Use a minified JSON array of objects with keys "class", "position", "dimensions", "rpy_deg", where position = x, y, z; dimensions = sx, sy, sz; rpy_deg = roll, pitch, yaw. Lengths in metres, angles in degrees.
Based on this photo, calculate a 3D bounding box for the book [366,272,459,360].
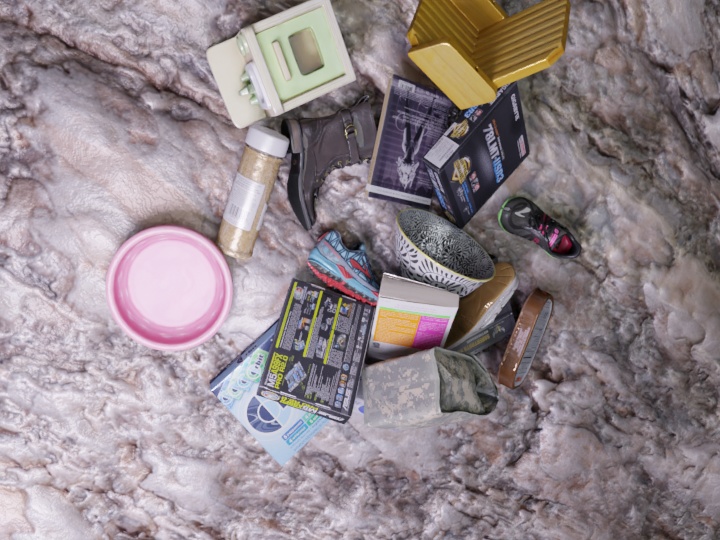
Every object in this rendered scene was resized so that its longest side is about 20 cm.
[{"class":"book","position":[0.085,0.098,1.057],"dimensions":[0.129,0.049,0.203],"rpy_deg":[12,142,2]}]

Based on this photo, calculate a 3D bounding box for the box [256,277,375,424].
[{"class":"box","position":[-0.070,0.131,1.034],"dimensions":[0.155,0.045,0.205],"rpy_deg":[18,59,-8]}]

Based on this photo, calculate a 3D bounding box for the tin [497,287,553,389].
[{"class":"tin","position":[0.326,0.136,1.219],"dimensions":[0.111,0.041,0.206],"rpy_deg":[11,100,-56]}]

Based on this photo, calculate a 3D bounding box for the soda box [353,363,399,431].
[{"class":"soda box","position":[0.020,0.225,1.123],"dimensions":[0.198,0.063,0.070],"rpy_deg":[33,52,-31]}]

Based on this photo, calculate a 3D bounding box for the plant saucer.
[{"class":"plant saucer","position":[-0.302,0.025,0.994],"dimensions":[0.193,0.051,0.208],"rpy_deg":[-3,106,-11]}]

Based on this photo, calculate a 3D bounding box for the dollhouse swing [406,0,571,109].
[{"class":"dollhouse swing","position":[0.203,-0.392,0.971],"dimensions":[0.180,0.174,0.204],"rpy_deg":[36,53,-22]}]

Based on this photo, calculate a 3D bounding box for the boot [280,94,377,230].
[{"class":"boot","position":[-0.039,-0.180,1.043],"dimensions":[0.169,0.069,0.207],"rpy_deg":[-14,113,-23]}]

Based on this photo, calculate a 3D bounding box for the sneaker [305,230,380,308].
[{"class":"sneaker","position":[0.000,0.000,1.086],"dimensions":[0.198,0.078,0.098],"rpy_deg":[35,71,-34]}]

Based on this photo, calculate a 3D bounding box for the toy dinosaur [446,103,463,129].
[{"class":"toy dinosaur","position":[0.178,-0.293,1.083],"dimensions":[0.046,0.088,0.207],"rpy_deg":[11,98,5]}]

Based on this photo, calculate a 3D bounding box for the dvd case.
[{"class":"dvd case","position":[0.086,-0.218,1.081],"dimensions":[0.145,0.016,0.207],"rpy_deg":[6,99,-37]}]

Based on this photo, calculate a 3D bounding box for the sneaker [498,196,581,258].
[{"class":"sneaker","position":[0.347,-0.081,1.184],"dimensions":[0.195,0.084,0.079],"rpy_deg":[23,94,-22]}]

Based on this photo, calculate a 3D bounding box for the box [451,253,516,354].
[{"class":"box","position":[0.192,0.083,1.187],"dimensions":[0.196,0.048,0.162],"rpy_deg":[-26,110,-11]}]

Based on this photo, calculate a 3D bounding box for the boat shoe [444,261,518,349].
[{"class":"boat shoe","position":[0.215,0.078,1.130],"dimensions":[0.200,0.071,0.069],"rpy_deg":[-44,138,9]}]

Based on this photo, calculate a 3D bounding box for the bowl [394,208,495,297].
[{"class":"bowl","position":[0.130,-0.012,1.090],"dimensions":[0.195,0.203,0.096],"rpy_deg":[18,120,-21]}]

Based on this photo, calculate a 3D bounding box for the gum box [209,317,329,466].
[{"class":"gum box","position":[-0.141,0.217,1.105],"dimensions":[0.169,0.044,0.202],"rpy_deg":[-40,111,-7]}]

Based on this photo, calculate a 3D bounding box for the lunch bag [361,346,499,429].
[{"class":"lunch bag","position":[0.122,0.206,1.055],"dimensions":[0.197,0.161,0.122],"rpy_deg":[19,60,-46]}]

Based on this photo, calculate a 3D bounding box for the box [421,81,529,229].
[{"class":"box","position":[0.206,-0.199,1.075],"dimensions":[0.199,0.050,0.201],"rpy_deg":[-46,148,-5]}]

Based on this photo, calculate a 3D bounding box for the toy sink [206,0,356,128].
[{"class":"toy sink","position":[-0.124,-0.317,0.956],"dimensions":[0.195,0.112,0.134],"rpy_deg":[-25,109,-11]}]

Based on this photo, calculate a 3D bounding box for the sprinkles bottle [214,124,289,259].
[{"class":"sprinkles bottle","position":[-0.175,-0.124,0.989],"dimensions":[0.066,0.068,0.205],"rpy_deg":[15,106,-21]}]
